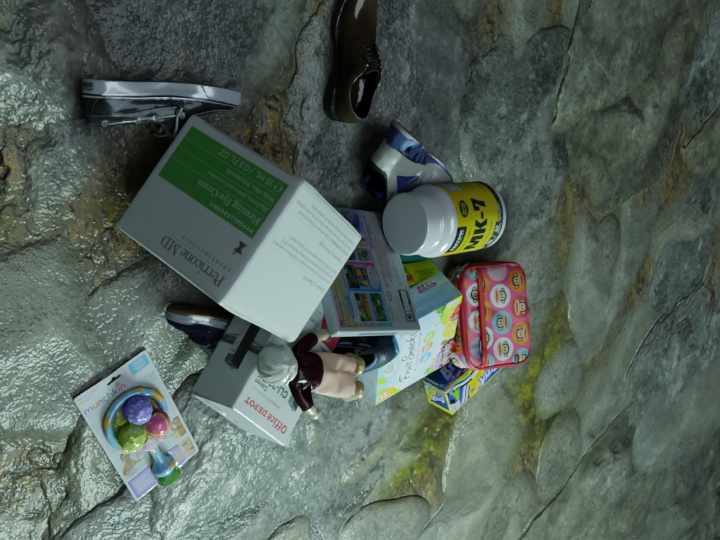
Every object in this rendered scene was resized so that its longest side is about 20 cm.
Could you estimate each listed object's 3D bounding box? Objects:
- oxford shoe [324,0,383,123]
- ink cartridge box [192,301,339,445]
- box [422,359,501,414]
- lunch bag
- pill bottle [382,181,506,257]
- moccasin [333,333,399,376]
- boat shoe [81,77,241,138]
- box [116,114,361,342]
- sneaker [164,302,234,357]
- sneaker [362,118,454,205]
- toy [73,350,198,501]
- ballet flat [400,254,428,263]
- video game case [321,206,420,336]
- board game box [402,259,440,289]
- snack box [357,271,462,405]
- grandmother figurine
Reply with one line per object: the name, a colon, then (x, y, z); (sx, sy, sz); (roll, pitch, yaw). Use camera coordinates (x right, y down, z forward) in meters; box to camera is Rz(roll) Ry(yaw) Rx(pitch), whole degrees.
oxford shoe: (0.005, -0.313, 1.126); (0.072, 0.084, 0.202); (-7, 110, -38)
ink cartridge box: (-0.124, 0.122, 1.093); (0.201, 0.083, 0.144); (-62, 143, -18)
box: (0.216, 0.190, 1.532); (0.199, 0.070, 0.065); (-36, 126, -26)
lunch bag: (0.228, 0.084, 1.458); (0.174, 0.082, 0.202); (-4, 90, -24)
pill bottle: (0.135, -0.082, 1.245); (0.199, 0.114, 0.115); (-11, 114, -45)
moccasin: (-0.032, 0.134, 1.209); (0.068, 0.199, 0.081); (-18, 82, -51)
boat shoe: (-0.239, -0.197, 0.953); (0.198, 0.073, 0.069); (-9, 108, -40)
box: (-0.146, -0.048, 0.973); (0.172, 0.198, 0.200); (-56, 153, -3)
sneaker: (-0.205, 0.115, 1.115); (0.199, 0.070, 0.109); (18, 92, -48)
sneaker: (0.064, -0.159, 1.255); (0.115, 0.081, 0.199); (-45, 151, 11)
toy: (-0.300, 0.226, 1.088); (0.115, 0.047, 0.201); (-37, 129, -28)
ballet flat: (0.047, -0.044, 1.286); (0.198, 0.073, 0.074); (-11, 114, -34)
video game case: (0.000, 0.000, 1.157); (0.181, 0.024, 0.202); (3, 65, -46)
board game box: (0.038, 0.043, 1.297); (0.199, 0.048, 0.102); (-8, 140, -40)
snack box: (0.079, 0.118, 1.318); (0.168, 0.068, 0.201); (-26, 144, -22)
grandmother figurine: (-0.067, 0.140, 1.062); (0.199, 0.060, 0.123); (24, 54, -53)
